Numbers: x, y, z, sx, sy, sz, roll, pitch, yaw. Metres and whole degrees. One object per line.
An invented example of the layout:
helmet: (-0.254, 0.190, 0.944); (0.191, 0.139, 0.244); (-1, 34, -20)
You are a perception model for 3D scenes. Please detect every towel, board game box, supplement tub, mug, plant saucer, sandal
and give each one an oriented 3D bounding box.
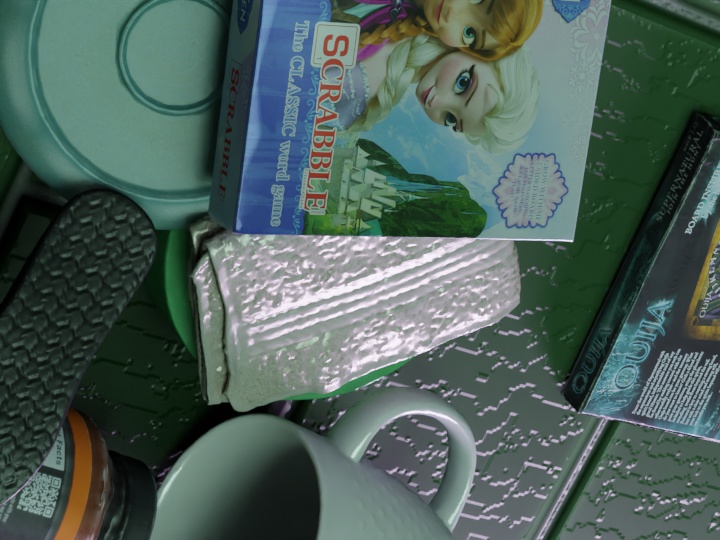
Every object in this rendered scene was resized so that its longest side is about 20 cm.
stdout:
towel: (0.000, 0.000, 1.379); (0.199, 0.035, 0.133); (-21, 136, -17)
board game box: (0.031, -0.116, 1.294); (0.198, 0.041, 0.201); (0, 107, -25)
supplement tub: (-0.209, 0.112, 1.365); (0.199, 0.107, 0.107); (21, 106, -34)
mug: (-0.006, 0.159, 1.475); (0.175, 0.147, 0.201); (30, 93, -43)
board game box: (0.222, 0.009, 1.573); (0.135, 0.028, 0.201); (13, 111, -32)
plant saucer: (-0.095, -0.114, 1.308); (0.199, 0.027, 0.201); (-3, 107, -10)
sandal: (-0.175, 0.047, 1.299); (0.075, 0.045, 0.200); (39, 75, -14)

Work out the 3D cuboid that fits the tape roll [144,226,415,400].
tape roll: (-0.024, -0.025, 1.419); (0.199, 0.048, 0.201); (-12, 121, -21)
